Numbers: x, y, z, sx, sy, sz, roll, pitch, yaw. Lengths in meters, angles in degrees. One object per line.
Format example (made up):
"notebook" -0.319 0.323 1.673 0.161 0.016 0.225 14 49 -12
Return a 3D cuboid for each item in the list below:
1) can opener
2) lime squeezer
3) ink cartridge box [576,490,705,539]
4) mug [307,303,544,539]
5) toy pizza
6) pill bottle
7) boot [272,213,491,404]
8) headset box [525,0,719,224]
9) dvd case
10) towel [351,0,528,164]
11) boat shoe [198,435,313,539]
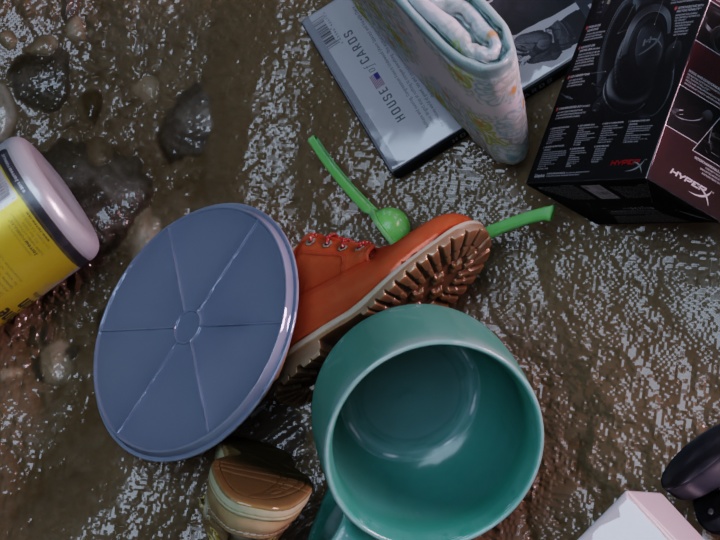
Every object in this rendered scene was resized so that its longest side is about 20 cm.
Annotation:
"can opener" 0.299 0.112 1.376 0.199 0.078 0.064 -34 66 22
"lime squeezer" 0.040 -0.040 1.512 0.199 0.038 0.071 18 110 21
"ink cartridge box" 0.163 0.262 1.322 0.200 0.147 0.146 -46 73 7
"mug" 0.027 0.107 1.420 0.184 0.114 0.153 -22 110 -1
"toy pizza" -0.117 0.047 1.505 0.199 0.032 0.202 -20 56 33
"pill bottle" -0.305 -0.003 1.550 0.199 0.112 0.112 -35 69 1
"boot" 0.000 0.000 1.482 0.199 0.075 0.108 -34 59 21
"headset box" 0.215 -0.138 1.447 0.077 0.149 0.201 28 77 -27
"dvd case" 0.074 -0.183 1.563 0.199 0.025 0.151 -32 69 3
"towel" 0.049 -0.180 1.464 0.048 0.171 0.200 -39 69 -3
"boat shoe" -0.075 0.164 1.412 0.073 0.200 0.067 14 94 -3
